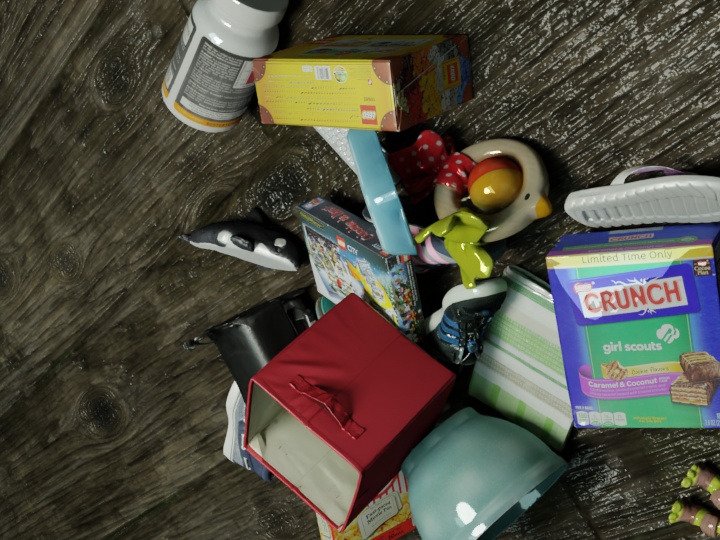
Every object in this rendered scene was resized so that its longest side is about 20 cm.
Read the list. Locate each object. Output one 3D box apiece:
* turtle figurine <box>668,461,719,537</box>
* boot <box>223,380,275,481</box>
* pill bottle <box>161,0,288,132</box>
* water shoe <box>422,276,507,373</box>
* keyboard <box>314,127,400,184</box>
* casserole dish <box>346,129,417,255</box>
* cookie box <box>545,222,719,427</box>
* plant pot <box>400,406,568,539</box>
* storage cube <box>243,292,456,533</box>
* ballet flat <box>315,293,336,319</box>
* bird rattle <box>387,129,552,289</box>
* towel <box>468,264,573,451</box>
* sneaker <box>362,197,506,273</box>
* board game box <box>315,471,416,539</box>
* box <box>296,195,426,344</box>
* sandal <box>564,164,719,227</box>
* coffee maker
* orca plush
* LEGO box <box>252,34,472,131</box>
[{"bbox_3d":[0.422,0.272,1.080,0.161,0.064,0.200,33,137,34],"label":"turtle figurine"},{"bbox_3d":[-0.155,0.237,1.559,0.090,0.073,0.200,28,134,19],"label":"boot"},{"bbox_3d":[-0.171,-0.282,1.281,0.116,0.116,0.200,47,133,12],"label":"pill bottle"},{"bbox_3d":[0.131,0.069,1.195,0.200,0.071,0.079,121,137,-65],"label":"water shoe"},{"bbox_3d":[-0.023,-0.178,1.278,0.200,0.011,0.056,48,133,11],"label":"keyboard"},{"bbox_3d":[0.021,-0.097,1.161,0.039,0.200,0.121,-18,130,3],"label":"casserole dish"},{"bbox_3d":[0.298,0.060,1.054,0.171,0.075,0.200,-4,108,28],"label":"cookie box"},{"bbox_3d":[0.134,0.254,1.229,0.134,0.200,0.200,47,133,20],"label":"plant pot"},{"bbox_3d":[-0.016,0.170,1.212,0.171,0.180,0.200,38,146,18],"label":"storage cube"},{"bbox_3d":[0.009,0.115,1.355,0.200,0.074,0.074,43,132,18],"label":"ballet flat"},{"bbox_3d":[0.129,-0.085,1.121,0.163,0.200,0.113,-20,134,12],"label":"bird rattle"},{"bbox_3d":[0.212,0.105,1.209,0.149,0.031,0.200,33,131,27],"label":"towel"},{"bbox_3d":[0.093,-0.030,1.220,0.200,0.070,0.082,20,134,39],"label":"sneaker"},{"bbox_3d":[0.006,0.282,1.375,0.046,0.151,0.200,16,122,55],"label":"board game box"},{"bbox_3d":[0.000,0.000,1.267,0.200,0.038,0.137,32,142,48],"label":"box"},{"bbox_3d":[0.297,-0.083,1.022,0.202,0.082,0.050,-3,66,43],"label":"sandal"},{"bbox_3d":[-0.126,0.151,1.400,0.200,0.192,0.135,66,163,-2],"label":"coffee maker"},{"bbox_3d":[-0.160,-0.052,1.438,0.200,0.071,0.105,7,159,43],"label":"orca plush"},{"bbox_3d":[0.002,-0.216,1.142,0.200,0.149,0.077,10,117,38],"label":"LEGO box"}]
